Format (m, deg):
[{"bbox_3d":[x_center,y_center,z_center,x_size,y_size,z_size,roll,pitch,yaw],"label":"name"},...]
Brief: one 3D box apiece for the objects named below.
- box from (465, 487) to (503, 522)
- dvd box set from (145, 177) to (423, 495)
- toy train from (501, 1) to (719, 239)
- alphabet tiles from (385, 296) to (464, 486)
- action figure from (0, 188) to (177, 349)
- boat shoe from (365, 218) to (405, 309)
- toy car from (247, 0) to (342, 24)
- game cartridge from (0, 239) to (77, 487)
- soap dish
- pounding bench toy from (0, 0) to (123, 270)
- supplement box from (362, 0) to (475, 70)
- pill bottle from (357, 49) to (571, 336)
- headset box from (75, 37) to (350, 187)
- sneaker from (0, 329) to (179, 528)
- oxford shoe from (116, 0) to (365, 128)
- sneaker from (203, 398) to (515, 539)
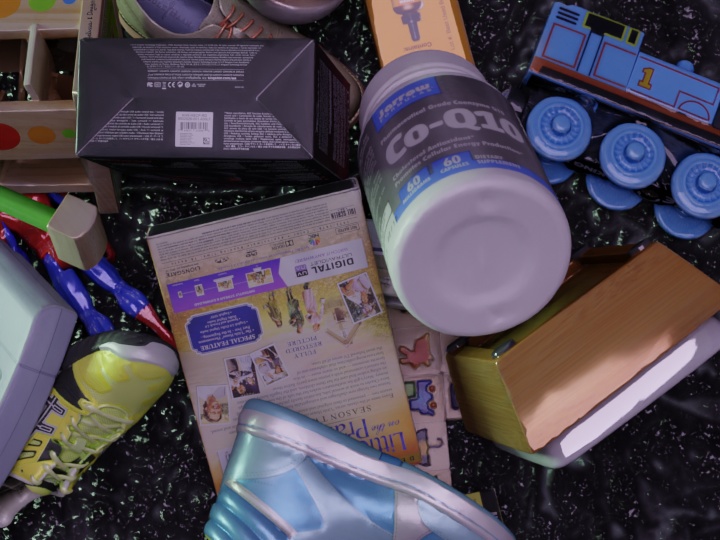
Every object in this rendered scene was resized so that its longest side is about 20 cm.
[{"bbox_3d":[0.003,0.207,1.181,0.198,0.050,0.076,-12,47,-2],"label":"box"},{"bbox_3d":[-0.048,0.051,1.175,0.145,0.029,0.202,-14,107,2],"label":"dvd box set"},{"bbox_3d":[0.194,-0.102,1.218,0.198,0.087,0.115,21,78,3],"label":"toy train"},{"bbox_3d":[0.009,0.077,1.234,0.165,0.008,0.202,-5,84,-1],"label":"alphabet tiles"},{"bbox_3d":[-0.201,-0.003,1.222,0.065,0.052,0.200,-39,85,-9],"label":"action figure"},{"bbox_3d":[0.000,0.000,1.204,0.198,0.072,0.063,2,80,-3],"label":"boat shoe"},{"bbox_3d":[-0.079,-0.266,1.165,0.149,0.176,0.201,-13,60,-24],"label":"toy car"},{"bbox_3d":[-0.265,0.089,1.163,0.133,0.041,0.201,36,99,44],"label":"game cartridge"},{"bbox_3d":[0.139,0.049,1.134,0.157,0.200,0.082,-36,94,-7],"label":"soap dish"},{"bbox_3d":[-0.242,-0.093,1.157,0.154,0.125,0.201,-2,55,0],"label":"pounding bench toy"},{"bbox_3d":[0.027,-0.218,1.240,0.066,0.069,0.202,-13,82,-1],"label":"supplement box"},{"bbox_3d":[0.059,-0.057,1.124,0.113,0.201,0.115,-5,122,-7],"label":"pill bottle"},{"bbox_3d":[-0.087,-0.098,1.136,0.147,0.200,0.076,1,88,7],"label":"headset box"},{"bbox_3d":[-0.187,0.107,1.155,0.199,0.075,0.077,-36,46,34],"label":"sneaker"},{"bbox_3d":[-0.088,-0.156,1.227,0.199,0.074,0.071,25,83,3],"label":"oxford shoe"},{"bbox_3d":[-0.009,0.180,1.133,0.199,0.080,0.131,24,79,5],"label":"sneaker"}]
